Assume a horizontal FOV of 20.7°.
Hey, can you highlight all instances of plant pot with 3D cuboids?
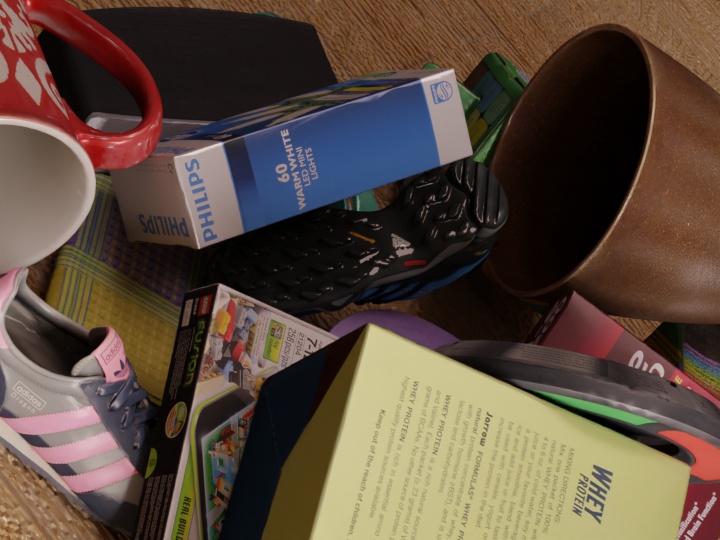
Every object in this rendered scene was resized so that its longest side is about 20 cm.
[{"bbox_3d":[0.214,-0.041,1.319,0.199,0.187,0.188,21,41,-25],"label":"plant pot"}]

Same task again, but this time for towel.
[{"bbox_3d":[-0.126,0.019,1.210,0.143,0.023,0.201,31,36,-22],"label":"towel"}]

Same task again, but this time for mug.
[{"bbox_3d":[-0.225,-0.107,1.143,0.177,0.133,0.201,14,41,-42],"label":"mug"}]

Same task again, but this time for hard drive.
[{"bbox_3d":[-0.104,-0.120,1.296,0.198,0.042,0.136,0,47,-25],"label":"hard drive"}]

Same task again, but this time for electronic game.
[{"bbox_3d":[0.116,0.083,1.086,0.199,0.199,0.042,24,73,-30],"label":"electronic game"}]

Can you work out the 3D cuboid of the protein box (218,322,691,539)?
[{"bbox_3d":[0.037,0.167,1.016,0.199,0.135,0.200,24,66,-19],"label":"protein box"}]

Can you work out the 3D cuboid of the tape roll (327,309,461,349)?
[{"bbox_3d":[0.034,0.125,1.239,0.199,0.066,0.201,29,38,-25],"label":"tape roll"}]

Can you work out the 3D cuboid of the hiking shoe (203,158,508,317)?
[{"bbox_3d":[0.000,0.000,1.242,0.198,0.087,0.075,-15,59,-8],"label":"hiking shoe"}]

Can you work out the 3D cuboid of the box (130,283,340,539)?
[{"bbox_3d":[-0.065,0.121,1.079,0.110,0.035,0.202,24,66,-34],"label":"box"}]

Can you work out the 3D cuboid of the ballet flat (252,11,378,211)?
[{"bbox_3d":[-0.040,-0.090,1.393,0.070,0.067,0.201,39,25,-59],"label":"ballet flat"}]

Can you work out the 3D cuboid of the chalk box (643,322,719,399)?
[{"bbox_3d":[0.234,0.151,1.358,0.124,0.124,0.201,29,38,-14],"label":"chalk box"}]

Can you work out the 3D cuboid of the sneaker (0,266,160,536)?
[{"bbox_3d":[-0.141,0.078,1.077,0.199,0.082,0.070,37,34,-16],"label":"sneaker"}]

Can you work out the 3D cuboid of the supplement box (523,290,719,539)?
[{"bbox_3d":[0.176,0.117,1.224,0.199,0.061,0.109,36,77,-2],"label":"supplement box"}]

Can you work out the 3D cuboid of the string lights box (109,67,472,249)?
[{"bbox_3d":[-0.043,-0.070,1.207,0.199,0.102,0.059,-20,103,-29],"label":"string lights box"}]

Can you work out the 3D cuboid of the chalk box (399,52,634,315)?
[{"bbox_3d":[0.111,-0.069,1.442,0.199,0.125,0.124,34,12,-19],"label":"chalk box"}]
